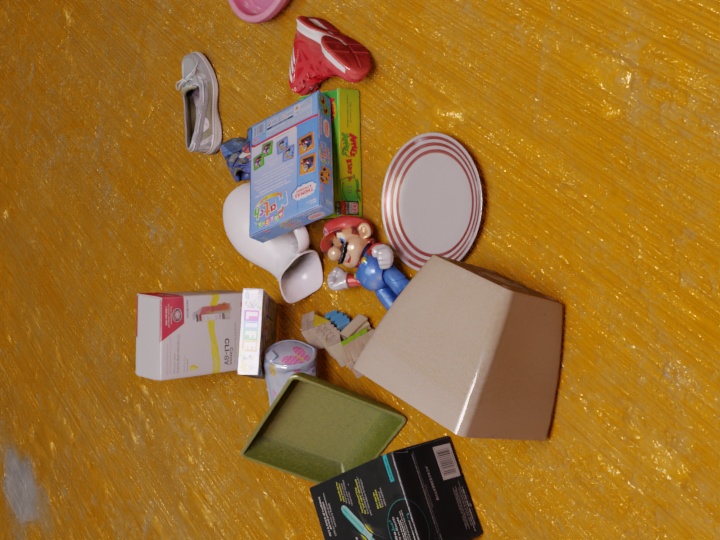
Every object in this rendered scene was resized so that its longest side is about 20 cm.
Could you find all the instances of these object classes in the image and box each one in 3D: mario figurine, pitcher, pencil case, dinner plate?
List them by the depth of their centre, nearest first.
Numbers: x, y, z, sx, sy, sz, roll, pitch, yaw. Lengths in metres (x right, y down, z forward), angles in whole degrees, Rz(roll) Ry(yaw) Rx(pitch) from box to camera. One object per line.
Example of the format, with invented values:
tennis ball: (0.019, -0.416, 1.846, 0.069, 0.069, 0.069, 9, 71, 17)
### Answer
dinner plate: (0.105, -0.097, 1.310, 0.199, 0.024, 0.203, 1, 91, 47)
mario figurine: (0.000, 0.000, 1.363, 0.124, 0.106, 0.200, -46, 63, 10)
pencil case: (-0.113, 0.214, 1.476, 0.083, 0.090, 0.202, -117, 25, -60)
pitcher: (-0.144, -0.070, 1.495, 0.200, 0.120, 0.172, 49, 150, 29)

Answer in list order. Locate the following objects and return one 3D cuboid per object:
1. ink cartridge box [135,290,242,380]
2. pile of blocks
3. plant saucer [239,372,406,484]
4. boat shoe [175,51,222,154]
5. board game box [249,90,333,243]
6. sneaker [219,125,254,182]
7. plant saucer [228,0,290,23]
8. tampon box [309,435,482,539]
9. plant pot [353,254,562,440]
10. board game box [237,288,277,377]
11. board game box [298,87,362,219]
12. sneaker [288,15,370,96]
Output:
ink cartridge box: (-0.297, 0.111, 1.623, 0.083, 0.199, 0.147, 3, 93, 43)
pile of blocks: (-0.020, 0.115, 1.439, 0.199, 0.082, 0.062, 27, 155, 53)
plant saucer: (-0.060, 0.244, 1.409, 0.200, 0.198, 0.048, -56, 21, 32)
boat shoe: (-0.313, -0.321, 1.721, 0.074, 0.064, 0.204, -15, 80, 46)
board game box: (-0.109, -0.160, 1.403, 0.150, 0.036, 0.202, -20, 60, 35)
sneaker: (-0.172, -0.207, 1.580, 0.199, 0.075, 0.079, -14, 90, 54)
plant saucer: (-0.162, -0.529, 1.562, 0.199, 0.050, 0.203, 1, 92, 47)
tampon box: (0.048, 0.349, 1.313, 0.199, 0.125, 0.151, -34, 68, 43)
plant pot: (0.145, 0.091, 1.165, 0.199, 0.199, 0.179, 26, 99, 43)
board game box: (-0.168, 0.109, 1.497, 0.200, 0.034, 0.136, 80, -168, -82)
board game box: (-0.049, -0.184, 1.455, 0.101, 0.047, 0.203, 0, 92, 46)
sneaker: (-0.053, -0.319, 1.449, 0.200, 0.078, 0.116, 55, 138, 45)
